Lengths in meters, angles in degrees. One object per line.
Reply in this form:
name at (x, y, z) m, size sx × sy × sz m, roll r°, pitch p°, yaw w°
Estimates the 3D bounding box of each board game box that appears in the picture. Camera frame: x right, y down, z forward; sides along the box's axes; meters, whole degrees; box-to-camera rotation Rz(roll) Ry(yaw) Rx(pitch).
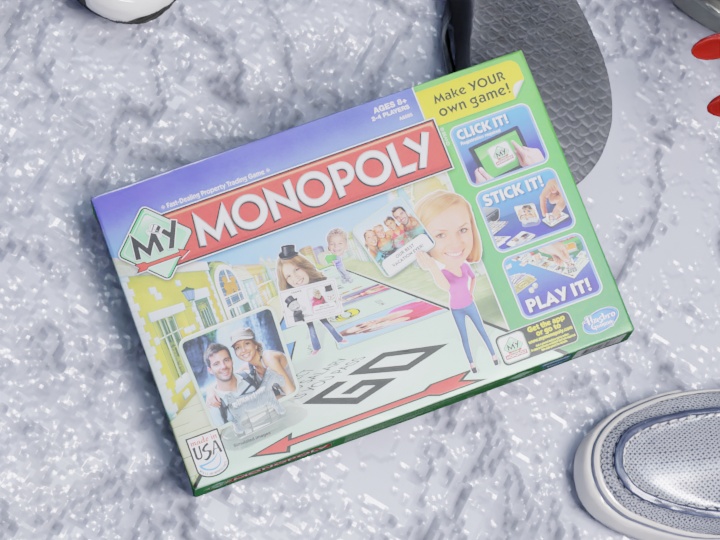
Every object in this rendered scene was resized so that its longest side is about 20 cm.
board game box at (0.000, 0.000, 0.915) m, size 0.200 × 0.029 × 0.135 m, roll -20°, pitch 80°, yaw -7°

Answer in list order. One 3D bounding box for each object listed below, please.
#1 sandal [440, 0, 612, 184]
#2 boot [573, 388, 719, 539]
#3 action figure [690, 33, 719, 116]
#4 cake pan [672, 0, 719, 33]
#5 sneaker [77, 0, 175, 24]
sandal at (0.067, -0.118, 1.006) m, size 0.076 × 0.043 × 0.201 m, roll 2°, pitch 63°, yaw -26°
boot at (0.201, 0.078, 0.951) m, size 0.200 × 0.090 × 0.073 m, roll -2°, pitch 73°, yaw -19°
action figure at (0.170, -0.167, 0.996) m, size 0.052 × 0.065 × 0.200 m, roll -8°, pitch 52°, yaw 22°
cake pan at (0.211, -0.196, 1.078) m, size 0.200 × 0.037 × 0.201 m, roll 6°, pitch 70°, yaw -16°
sneaker at (-0.084, -0.204, 0.960) m, size 0.076 × 0.077 × 0.200 m, roll 22°, pitch 68°, yaw -12°
